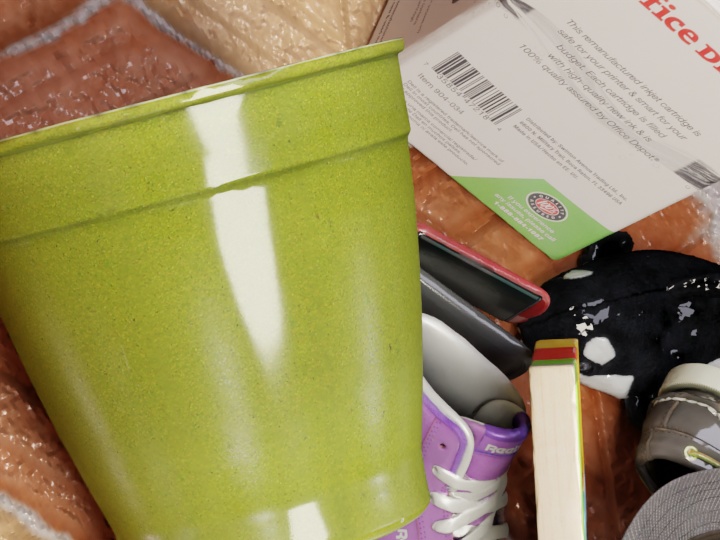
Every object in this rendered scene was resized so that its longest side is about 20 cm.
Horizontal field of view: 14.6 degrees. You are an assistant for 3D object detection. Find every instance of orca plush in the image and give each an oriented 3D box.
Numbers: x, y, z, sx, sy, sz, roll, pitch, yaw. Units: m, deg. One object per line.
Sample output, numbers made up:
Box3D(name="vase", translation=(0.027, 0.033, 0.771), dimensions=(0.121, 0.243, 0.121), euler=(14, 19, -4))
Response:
Box3D(name="orca plush", translation=(0.175, 0.030, 1.400), dimensions=(0.200, 0.071, 0.106), euler=(22, 59, -31))

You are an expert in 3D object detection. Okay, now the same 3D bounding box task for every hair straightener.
Box3D(name="hair straightener", translation=(0.000, 0.000, 1.290), dimensions=(0.200, 0.041, 0.077), euler=(33, 53, -25))

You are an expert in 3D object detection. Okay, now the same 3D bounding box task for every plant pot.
Box3D(name="plant pot", translation=(-0.056, 0.023, 1.151), dimensions=(0.200, 0.200, 0.194), euler=(-18, 96, -43))

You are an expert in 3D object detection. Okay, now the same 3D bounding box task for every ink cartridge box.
Box3D(name="ink cartridge box", translation=(0.117, -0.105, 1.324), dimensions=(0.145, 0.200, 0.084), euler=(39, 51, -21))

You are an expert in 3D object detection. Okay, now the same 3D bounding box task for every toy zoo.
Box3D(name="toy zoo", translation=(0.090, 0.100, 1.251), dimensions=(0.200, 0.020, 0.132), euler=(-33, 120, -85))

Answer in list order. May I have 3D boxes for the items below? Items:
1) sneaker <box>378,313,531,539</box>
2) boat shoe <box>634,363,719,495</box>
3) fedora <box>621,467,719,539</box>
Box3D(name="sneaker", translation=(0.041, 0.115, 1.226), dimensions=(0.073, 0.114, 0.201), euler=(-28, 91, -44))
Box3D(name="boat shoe", translation=(0.204, 0.136, 1.378), dimensions=(0.201, 0.072, 0.061), euler=(48, 54, -19))
Box3D(name="fedora", translation=(0.160, 0.200, 1.302), dimensions=(0.177, 0.090, 0.201), euler=(-14, 79, -42))
